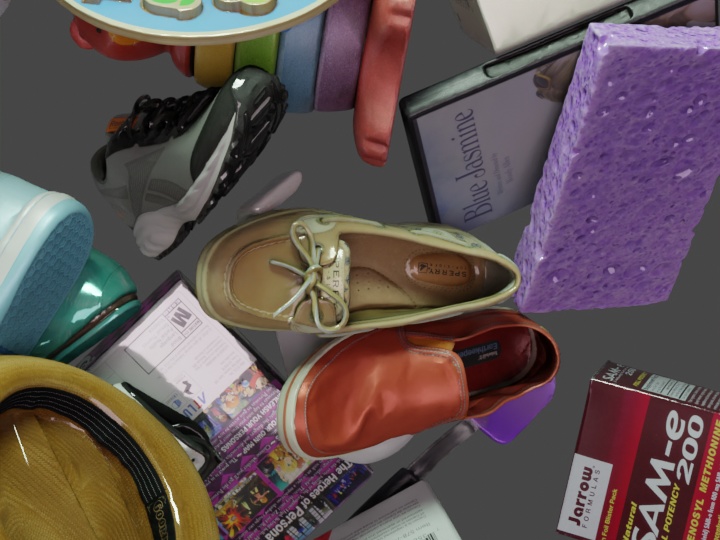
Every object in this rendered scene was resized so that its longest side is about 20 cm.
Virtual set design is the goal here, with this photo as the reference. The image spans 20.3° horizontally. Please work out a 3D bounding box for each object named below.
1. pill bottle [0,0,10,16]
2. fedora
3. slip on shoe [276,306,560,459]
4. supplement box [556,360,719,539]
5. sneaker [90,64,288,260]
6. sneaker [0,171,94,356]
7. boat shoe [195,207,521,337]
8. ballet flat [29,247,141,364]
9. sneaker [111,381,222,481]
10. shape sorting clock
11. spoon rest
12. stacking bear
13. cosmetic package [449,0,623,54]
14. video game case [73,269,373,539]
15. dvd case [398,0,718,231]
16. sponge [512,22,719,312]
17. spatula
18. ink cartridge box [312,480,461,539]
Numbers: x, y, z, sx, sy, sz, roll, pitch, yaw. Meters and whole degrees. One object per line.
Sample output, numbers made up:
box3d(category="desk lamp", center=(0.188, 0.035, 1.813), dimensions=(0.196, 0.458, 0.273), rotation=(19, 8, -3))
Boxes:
box3d(category="pill bottle", center=(-0.303, -0.116, 1.133), dimensions=(0.119, 0.120, 0.200), rotation=(39, 95, -16))
box3d(category="fedora", center=(-0.173, 0.144, 1.119), dimensions=(0.200, 0.201, 0.082), rotation=(35, 126, -15))
box3d(category="slip on shoe", center=(0.037, 0.066, 1.215), dimensions=(0.199, 0.061, 0.075), rotation=(-14, 103, -31))
box3d(category="supplement box", center=(0.234, 0.138, 1.272), dimensions=(0.199, 0.061, 0.110), rotation=(15, 102, 16))
box3d(category="sneaker", center=(-0.105, -0.069, 1.148), dimensions=(0.079, 0.200, 0.074), rotation=(43, 59, -7))
box3d(category="sneaker", center=(-0.258, 0.020, 1.173), dimensions=(0.130, 0.080, 0.200), rotation=(30, 78, 22))
box3d(category="boat shoe", center=(0.000, 0.000, 1.181), dimensions=(0.199, 0.063, 0.074), rotation=(-6, 99, -30))
box3d(category="ballet flat", center=(-0.225, 0.057, 1.225), dimensions=(0.200, 0.067, 0.070), rotation=(-42, 82, 2))
box3d(category="sneaker", center=(-0.127, 0.162, 1.213), dimensions=(0.115, 0.076, 0.202), rotation=(-21, 103, -1))
box3d(category="shape sorting clock", center=(-0.088, -0.197, 1.119), dimensions=(0.199, 0.201, 0.039), rotation=(-12, 138, -6))
box3d(category="spoon rest", center=(-0.019, 0.029, 1.246), dimensions=(0.099, 0.060, 0.201), rotation=(-39, 115, -25))
box3d(category="stacking bear", center=(-0.071, -0.148, 1.170), dimensions=(0.199, 0.114, 0.122), rotation=(10, 119, 0))
box3d(category="cosmetic package", center=(0.145, -0.211, 1.191), dimensions=(0.199, 0.103, 0.088), rotation=(-23, 106, -4))
box3d(category="video game case", center=(-0.123, 0.131, 1.266), dimensions=(0.200, 0.036, 0.181), rotation=(-44, 106, 3))
box3d(category="dvd case", center=(0.125, -0.096, 1.214), dimensions=(0.199, 0.018, 0.143), rotation=(-23, 149, -3))
box3d(category="sponge", center=(0.164, -0.060, 1.212), dimensions=(0.111, 0.030, 0.201), rotation=(-4, 131, -23))
box3d(category="spatula", center=(0.045, 0.123, 1.298), dimensions=(0.057, 0.021, 0.200), rotation=(44, 96, -5))
box3d(category="ink cartridge box", center=(0.033, 0.262, 1.223), dimensions=(0.145, 0.200, 0.145), rotation=(-27, 122, -2))
